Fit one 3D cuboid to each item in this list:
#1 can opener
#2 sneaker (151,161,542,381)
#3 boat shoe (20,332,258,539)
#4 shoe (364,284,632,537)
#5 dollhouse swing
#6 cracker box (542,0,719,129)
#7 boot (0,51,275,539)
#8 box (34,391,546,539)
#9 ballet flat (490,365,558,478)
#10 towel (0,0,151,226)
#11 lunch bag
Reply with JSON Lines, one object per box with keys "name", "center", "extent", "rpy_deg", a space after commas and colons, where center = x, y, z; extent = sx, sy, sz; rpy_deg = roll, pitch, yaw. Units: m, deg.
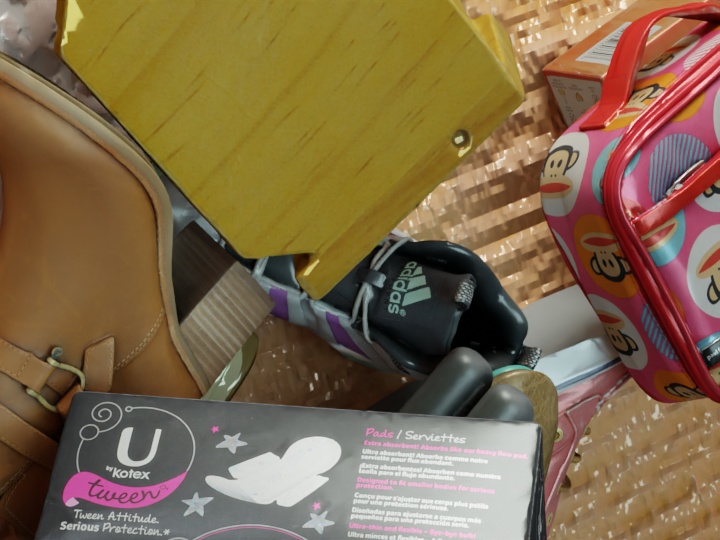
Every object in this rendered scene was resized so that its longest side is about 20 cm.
{"name": "can opener", "center": [0.004, 0.127, 1.284], "extent": [0.200, 0.053, 0.067], "rpy_deg": [-50, 157, 1]}
{"name": "sneaker", "center": [0.000, 0.000, 1.300], "extent": [0.199, 0.140, 0.078], "rpy_deg": [21, 86, -33]}
{"name": "boat shoe", "center": [-0.128, 0.094, 1.288], "extent": [0.066, 0.074, 0.200], "rpy_deg": [37, 81, -6]}
{"name": "shoe", "center": [0.084, 0.082, 1.410], "extent": [0.199, 0.071, 0.091], "rpy_deg": [-29, 113, -18]}
{"name": "dollhouse swing", "center": [-0.051, -0.133, 1.247], "extent": [0.182, 0.176, 0.200], "rpy_deg": [-44, 118, -4]}
{"name": "cracker box", "center": [0.193, -0.051, 1.458], "extent": [0.134, 0.058, 0.201], "rpy_deg": [-36, 115, -21]}
{"name": "boot", "center": [-0.143, 0.012, 1.190], "extent": [0.155, 0.077, 0.200], "rpy_deg": [-45, 132, -5]}
{"name": "box", "center": [-0.025, 0.137, 1.169], "extent": [0.133, 0.199, 0.115], "rpy_deg": [83, 14, -48]}
{"name": "ballet flat", "center": [0.033, 0.136, 1.324], "extent": [0.068, 0.073, 0.200], "rpy_deg": [28, 115, -33]}
{"name": "towel", "center": [-0.154, -0.107, 1.216], "extent": [0.200, 0.032, 0.191], "rpy_deg": [47, 68, -32]}
{"name": "lunch bag", "center": [0.183, -0.051, 1.369], "extent": [0.200, 0.082, 0.177], "rpy_deg": [-40, 111, -27]}
